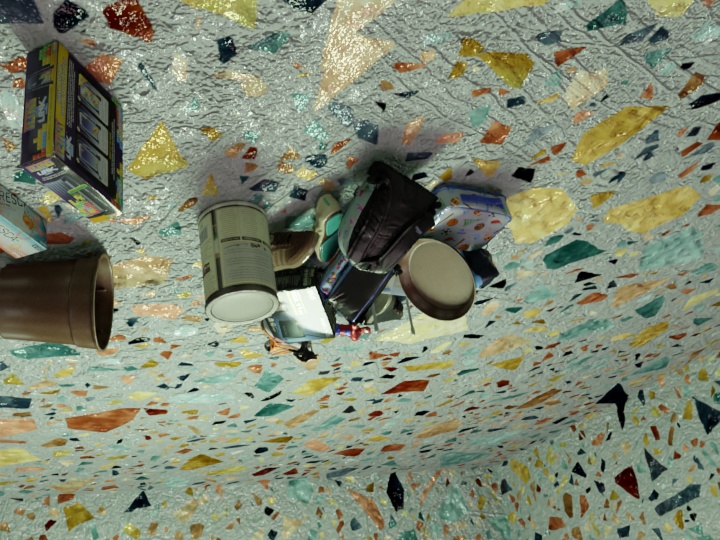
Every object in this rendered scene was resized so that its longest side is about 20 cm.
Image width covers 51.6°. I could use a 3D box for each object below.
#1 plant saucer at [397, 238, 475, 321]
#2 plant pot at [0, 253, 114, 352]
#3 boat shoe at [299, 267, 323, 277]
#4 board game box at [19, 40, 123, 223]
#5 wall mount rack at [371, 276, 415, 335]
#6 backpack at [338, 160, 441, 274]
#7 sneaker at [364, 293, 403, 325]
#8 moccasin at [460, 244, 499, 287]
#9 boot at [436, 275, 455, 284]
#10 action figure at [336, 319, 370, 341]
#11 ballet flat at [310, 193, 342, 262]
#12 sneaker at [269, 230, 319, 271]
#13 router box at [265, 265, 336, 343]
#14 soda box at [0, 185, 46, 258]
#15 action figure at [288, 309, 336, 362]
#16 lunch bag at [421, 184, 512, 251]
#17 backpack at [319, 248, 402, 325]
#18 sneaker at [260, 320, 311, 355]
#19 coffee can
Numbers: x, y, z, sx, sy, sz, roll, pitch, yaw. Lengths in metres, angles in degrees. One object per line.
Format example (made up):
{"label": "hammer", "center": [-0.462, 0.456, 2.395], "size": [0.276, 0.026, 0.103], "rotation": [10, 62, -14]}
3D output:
{"label": "plant saucer", "center": [0.171, 0.016, 1.632], "size": [0.034, 0.201, 0.200], "rotation": [-36, 175, -44]}
{"label": "plant pot", "center": [-0.619, 0.064, 1.510], "size": [0.195, 0.203, 0.201], "rotation": [1, 151, -9]}
{"label": "boat shoe", "center": [-0.142, 0.025, 1.755], "size": [0.198, 0.075, 0.087], "rotation": [-6, 140, 5]}
{"label": "board game box", "center": [-0.412, -0.197, 1.079], "size": [0.056, 0.203, 0.166], "rotation": [-16, 152, 13]}
{"label": "wall mount rack", "center": [0.087, 0.061, 1.810], "size": [0.198, 0.177, 0.074], "rotation": [8, -170, -34]}
{"label": "backpack", "center": [0.042, -0.095, 1.466], "size": [0.165, 0.127, 0.202], "rotation": [27, 103, -18]}
{"label": "sneaker", "center": [0.075, 0.083, 1.948], "size": [0.105, 0.076, 0.200], "rotation": [-6, 162, -20]}
{"label": "moccasin", "center": [0.275, -0.015, 1.716], "size": [0.067, 0.201, 0.081], "rotation": [-17, 119, 3]}
{"label": "boot", "center": [0.211, 0.008, 1.763], "size": [0.072, 0.182, 0.200], "rotation": [-39, 143, -1]}
{"label": "action figure", "center": [-0.070, 0.141, 1.962], "size": [0.196, 0.066, 0.100], "rotation": [3, 142, 0]}
{"label": "ballet flat", "center": [-0.074, -0.092, 1.563], "size": [0.068, 0.070, 0.201], "rotation": [-5, 152, -12]}
{"label": "sneaker", "center": [-0.165, -0.047, 1.563], "size": [0.075, 0.071, 0.199], "rotation": [32, 148, -26]}
{"label": "router box", "center": [-0.148, 0.083, 1.716], "size": [0.147, 0.063, 0.201], "rotation": [-7, 138, 10]}
{"label": "soda box", "center": [-0.642, -0.099, 1.318], "size": [0.067, 0.064, 0.200], "rotation": [-15, 153, 7]}
{"label": "action figure", "center": [-0.121, 0.126, 1.869], "size": [0.101, 0.203, 0.119], "rotation": [21, -174, -15]}
{"label": "lunch bag", "center": [0.226, -0.117, 1.623], "size": [0.197, 0.077, 0.161], "rotation": [5, 146, -27]}
{"label": "backpack", "center": [0.000, 0.000, 1.657], "size": [0.134, 0.200, 0.184], "rotation": [35, 103, -6]}
{"label": "sneaker", "center": [-0.227, 0.186, 2.001], "size": [0.111, 0.079, 0.200], "rotation": [-20, 147, 25]}
{"label": "coffee can", "center": [-0.245, -0.015, 1.484], "size": [0.144, 0.203, 0.147], "rotation": [-9, 153, -5]}
